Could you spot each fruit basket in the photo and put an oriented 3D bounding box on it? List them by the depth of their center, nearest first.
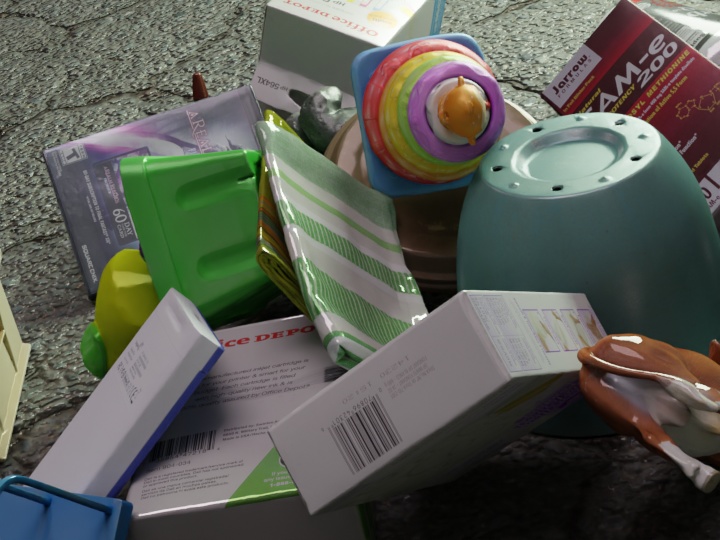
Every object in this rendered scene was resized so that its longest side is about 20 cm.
[{"bbox_3d":[-0.136,-0.008,1.183,0.213,0.157,0.216,-17,-1,0],"label":"fruit basket"}]

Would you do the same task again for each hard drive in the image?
[{"bbox_3d":[-0.166,0.110,1.004,0.201,0.025,0.132,-53,19,1],"label":"hard drive"}]

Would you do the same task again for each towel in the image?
[{"bbox_3d":[0.000,0.000,1.068,0.023,0.152,0.201,-35,50,23],"label":"towel"},{"bbox_3d":[-0.041,-0.039,1.096,0.018,0.086,0.201,-32,29,19],"label":"towel"}]

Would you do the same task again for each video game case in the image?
[{"bbox_3d":[-0.167,-0.072,1.379,0.198,0.144,0.019,-19,-16,-8],"label":"video game case"}]

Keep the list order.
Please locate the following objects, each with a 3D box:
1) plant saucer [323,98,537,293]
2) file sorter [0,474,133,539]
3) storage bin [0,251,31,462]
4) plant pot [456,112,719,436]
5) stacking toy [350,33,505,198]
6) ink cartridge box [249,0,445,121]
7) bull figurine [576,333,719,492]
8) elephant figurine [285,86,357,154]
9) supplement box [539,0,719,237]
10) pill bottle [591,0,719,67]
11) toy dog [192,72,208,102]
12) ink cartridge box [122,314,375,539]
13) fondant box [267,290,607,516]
[{"bbox_3d":[0.063,-0.073,1.214,0.198,0.030,0.202,-1,56,2],"label":"plant saucer"},{"bbox_3d":[-0.257,0.182,0.894,0.198,0.123,0.140,2,73,27],"label":"file sorter"},{"bbox_3d":[-0.373,0.090,1.202,0.198,0.095,0.199,-13,28,2],"label":"storage bin"},{"bbox_3d":[0.156,-0.011,1.070,0.198,0.162,0.201,-10,28,6],"label":"plant pot"},{"bbox_3d":[0.062,-0.113,1.097,0.108,0.117,0.200,-11,5,-6],"label":"stacking toy"},{"bbox_3d":[-0.013,-0.215,1.513,0.127,0.126,0.200,21,38,13],"label":"ink cartridge box"},{"bbox_3d":[0.205,0.085,0.914,0.199,0.066,0.121,13,17,-46],"label":"bull figurine"},{"bbox_3d":[0.044,-0.115,1.343,0.198,0.142,0.156,-20,73,-26],"label":"elephant figurine"},{"bbox_3d":[0.245,-0.115,1.215,0.109,0.061,0.200,-49,50,8],"label":"supplement box"},{"bbox_3d":[0.293,-0.161,1.324,0.115,0.117,0.200,-26,31,-22],"label":"pill bottle"},{"bbox_3d":[-0.150,-0.119,1.472,0.131,0.097,0.200,-19,29,-9],"label":"toy dog"},{"bbox_3d":[-0.066,0.120,1.016,0.144,0.085,0.201,-10,29,6],"label":"ink cartridge box"},{"bbox_3d":[0.057,0.074,0.910,0.144,0.059,0.199,-36,-16,22],"label":"fondant box"}]
